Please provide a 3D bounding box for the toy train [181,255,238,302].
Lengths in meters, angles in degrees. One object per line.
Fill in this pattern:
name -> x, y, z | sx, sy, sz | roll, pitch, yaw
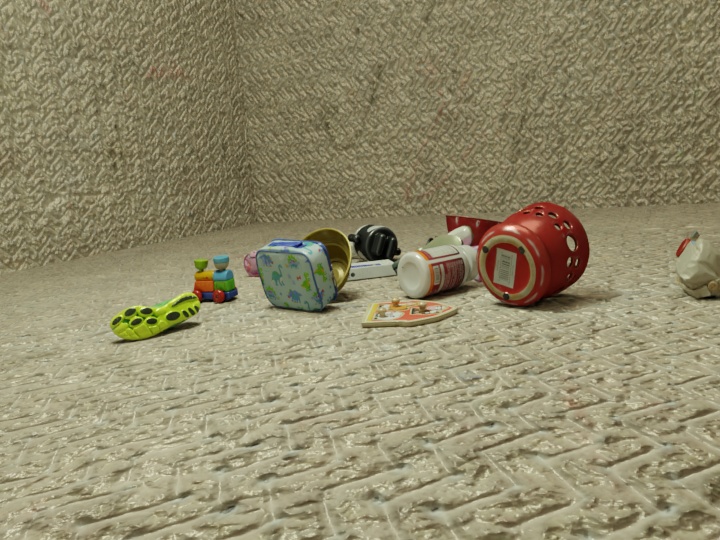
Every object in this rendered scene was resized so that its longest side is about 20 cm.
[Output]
toy train -> -0.429, 0.022, 1.668 | 0.196, 0.118, 0.084 | -1, 9, 20

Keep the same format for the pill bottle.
pill bottle -> 0.194, -0.003, 1.515 | 0.197, 0.112, 0.109 | -11, 11, -38

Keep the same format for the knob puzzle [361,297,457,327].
knob puzzle -> 0.106, 0.079, 1.317 | 0.215, 0.031, 0.220 | -4, 9, 1

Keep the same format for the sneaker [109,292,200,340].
sneaker -> -0.446, 0.108, 1.360 | 0.198, 0.075, 0.083 | -16, -10, -39

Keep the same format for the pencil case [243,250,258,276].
pencil case -> -0.305, -0.038, 2.067 | 0.086, 0.089, 0.199 | 0, 11, 25

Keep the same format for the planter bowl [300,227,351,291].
planter bowl -> -0.089, 0.001, 1.585 | 0.197, 0.204, 0.083 | 1, -24, 33

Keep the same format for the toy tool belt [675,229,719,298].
toy tool belt -> 0.731, -0.002, 1.298 | 0.122, 0.127, 0.200 | 30, 23, 13

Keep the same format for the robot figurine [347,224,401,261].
robot figurine -> 0.048, -0.086, 2.061 | 0.124, 0.152, 0.199 | -38, 19, -13

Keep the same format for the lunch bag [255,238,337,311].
lunch bag -> -0.151, 0.006, 1.460 | 0.197, 0.164, 0.082 | 3, 28, 40

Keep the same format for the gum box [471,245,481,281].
gum box -> 0.338, -0.023, 1.690 | 0.111, 0.068, 0.200 | -8, 10, -11

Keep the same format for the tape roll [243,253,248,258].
tape roll -> -0.327, -0.047, 2.278 | 0.198, 0.038, 0.203 | -5, 9, 1

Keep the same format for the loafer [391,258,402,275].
loafer -> 0.144, 0.010, 1.656 | 0.071, 0.064, 0.199 | -29, -17, 25

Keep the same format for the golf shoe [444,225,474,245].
golf shoe -> 0.251, -0.061, 1.819 | 0.091, 0.074, 0.200 | -18, -16, -41

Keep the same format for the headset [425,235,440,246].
headset -> 0.265, -0.058, 2.006 | 0.121, 0.096, 0.201 | 0, 25, 2

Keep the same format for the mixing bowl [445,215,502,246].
mixing bowl -> 0.372, -0.118, 2.061 | 0.196, 0.111, 0.200 | 7, 3, 0

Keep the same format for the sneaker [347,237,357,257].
sneaker -> -0.081, -0.063, 2.193 | 0.198, 0.077, 0.115 | -8, 14, 38

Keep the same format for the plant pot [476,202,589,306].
plant pot -> 0.365, -0.029, 1.338 | 0.198, 0.205, 0.181 | 4, 20, 44

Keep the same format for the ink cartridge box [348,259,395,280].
ink cartridge box -> 0.000, 0.000, 1.823 | 0.195, 0.040, 0.099 | -5, 9, -9

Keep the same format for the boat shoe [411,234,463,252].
boat shoe -> 0.215, -0.043, 1.756 | 0.198, 0.073, 0.062 | -24, -35, 39
